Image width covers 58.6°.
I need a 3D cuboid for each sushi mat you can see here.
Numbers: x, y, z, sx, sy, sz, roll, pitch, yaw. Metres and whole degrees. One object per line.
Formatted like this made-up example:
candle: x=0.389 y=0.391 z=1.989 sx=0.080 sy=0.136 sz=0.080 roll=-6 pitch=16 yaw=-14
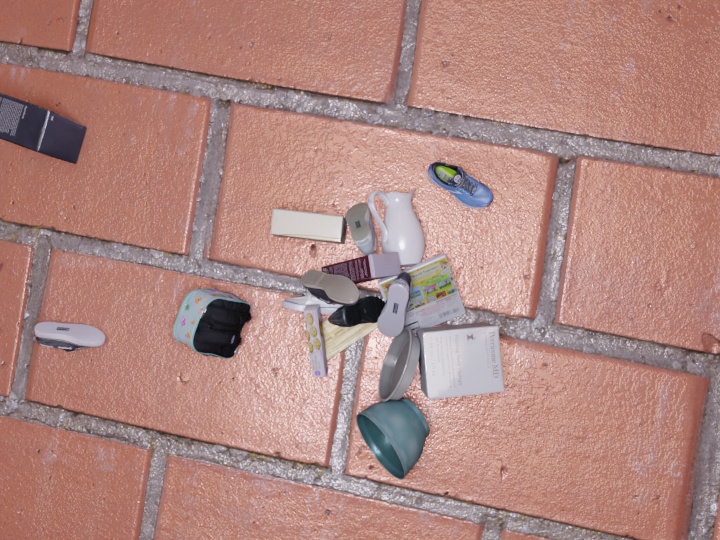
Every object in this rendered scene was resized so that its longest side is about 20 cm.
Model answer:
sushi mat: x=-0.046 y=0.164 z=1.787 sx=0.198 sy=0.012 sz=0.097 roll=-33 pitch=84 yaw=3

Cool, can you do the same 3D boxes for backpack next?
backpack: x=-0.411 y=0.135 z=1.731 sx=0.151 sy=0.199 sz=0.179 roll=25 pitch=93 yaw=22

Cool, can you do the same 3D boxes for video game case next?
video game case: x=0.166 y=0.072 z=1.726 sx=0.196 sy=0.023 sz=0.185 roll=-22 pitch=113 yaw=5

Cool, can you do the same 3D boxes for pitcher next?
pitcher: x=0.092 y=-0.113 z=1.710 sx=0.120 sy=0.169 sz=0.206 roll=-12 pitch=83 yaw=50

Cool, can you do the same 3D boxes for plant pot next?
plant pot: x=0.099 y=0.423 z=1.691 sx=0.133 sy=0.200 sz=0.202 roll=-33 pitch=85 yaw=-24

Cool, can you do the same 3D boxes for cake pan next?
cake pan: x=0.103 y=0.250 z=1.685 sx=0.036 sy=0.200 sz=0.205 roll=21 pitch=91 yaw=-12

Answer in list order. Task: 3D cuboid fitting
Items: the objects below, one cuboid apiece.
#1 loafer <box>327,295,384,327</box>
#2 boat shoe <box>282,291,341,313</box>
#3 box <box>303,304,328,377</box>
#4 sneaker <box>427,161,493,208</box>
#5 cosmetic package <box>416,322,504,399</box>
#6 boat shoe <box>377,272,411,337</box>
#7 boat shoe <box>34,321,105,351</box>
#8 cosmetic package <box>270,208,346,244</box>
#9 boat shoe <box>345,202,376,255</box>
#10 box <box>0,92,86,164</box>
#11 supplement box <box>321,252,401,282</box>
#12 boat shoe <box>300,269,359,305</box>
loafer: x=-0.005 y=0.110 z=1.711 sx=0.071 sy=0.198 sz=0.075 roll=-10 pitch=85 yaw=39
boat shoe: x=-0.117 y=0.072 z=1.763 sx=0.196 sy=0.075 sz=0.089 roll=4 pitch=87 yaw=11
box: x=-0.121 y=0.192 z=1.741 sx=0.040 sy=0.039 sz=0.205 roll=-1 pitch=111 yaw=10
sneaker: x=0.268 y=-0.231 z=1.729 sx=0.197 sy=0.089 sz=0.080 roll=28 pitch=92 yaw=5
cosmetic package: x=0.254 y=0.230 z=1.670 sx=0.194 sy=0.166 sz=0.172 roll=-5 pitch=88 yaw=-1
boat shoe: x=0.093 y=0.089 z=1.670 sx=0.070 sy=0.068 sz=0.203 roll=18 pitch=133 yaw=11
boat shoe: x=-0.832 y=0.200 z=1.840 sx=0.194 sy=0.072 sz=0.069 roll=7 pitch=123 yaw=-8
cosmetic package: x=-0.140 y=-0.121 z=1.760 sx=0.194 sy=0.103 sz=0.075 roll=6 pitch=89 yaw=7
boat shoe: x=0.004 y=-0.109 z=1.725 sx=0.068 sy=0.203 sz=0.072 roll=-19 pitch=125 yaw=8
box: x=-0.917 y=-0.399 z=1.797 sx=0.195 sy=0.197 sz=0.120 roll=18 pitch=91 yaw=6
supplement box: x=0.000 y=0.000 z=1.690 sx=0.197 sy=0.107 sz=0.063 roll=-14 pitch=84 yaw=45
boat shoe: x=-0.071 y=0.054 z=1.665 sx=0.197 sy=0.063 sz=0.073 roll=19 pitch=57 yaw=39
